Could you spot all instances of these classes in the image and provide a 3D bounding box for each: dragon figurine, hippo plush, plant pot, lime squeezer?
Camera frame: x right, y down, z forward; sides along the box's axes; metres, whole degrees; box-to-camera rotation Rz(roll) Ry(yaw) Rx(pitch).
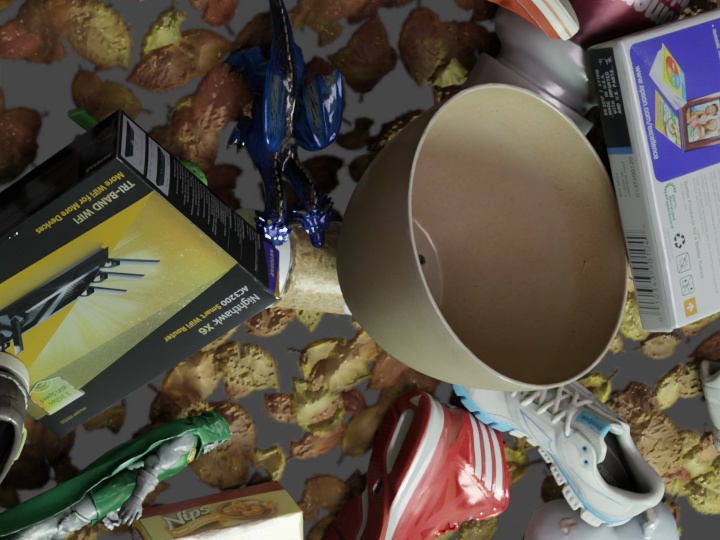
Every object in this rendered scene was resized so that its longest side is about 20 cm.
[{"bbox_3d":[-0.048,-0.110,1.500,0.059,0.099,0.201,-3,110,-24],"label":"dragon figurine"},{"bbox_3d":[0.200,0.254,1.742,0.199,0.159,0.161,1,101,-5],"label":"hippo plush"},{"bbox_3d":[0.062,-0.011,1.501,0.200,0.134,0.201,12,71,-39],"label":"plant pot"},{"bbox_3d":[-0.130,-0.030,1.535,0.071,0.038,0.200,-26,121,-13],"label":"lime squeezer"}]

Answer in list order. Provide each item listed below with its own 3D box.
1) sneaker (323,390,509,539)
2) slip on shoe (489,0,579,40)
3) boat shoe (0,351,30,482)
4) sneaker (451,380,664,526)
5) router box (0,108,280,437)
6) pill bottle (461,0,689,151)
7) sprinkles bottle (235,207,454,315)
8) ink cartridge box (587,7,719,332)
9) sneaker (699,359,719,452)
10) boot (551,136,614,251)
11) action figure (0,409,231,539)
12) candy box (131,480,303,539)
[{"bbox_3d":[0.048,0.196,1.695,0.115,0.078,0.200,20,103,-29],"label":"sneaker"},{"bbox_3d":[0.058,-0.211,1.492,0.200,0.074,0.061,35,105,-1],"label":"slip on shoe"},{"bbox_3d":[-0.281,0.142,1.497,0.072,0.061,0.201,21,120,-25],"label":"boat shoe"},{"bbox_3d":[0.150,0.105,1.666,0.200,0.087,0.075,43,69,-9],"label":"sneaker"},{"bbox_3d":[-0.176,0.006,1.471,0.200,0.052,0.157,-32,126,24],"label":"router box"},{"bbox_3d":[0.161,-0.184,1.562,0.109,0.110,0.200,29,97,-32],"label":"pill bottle"},{"bbox_3d":[0.000,0.000,1.591,0.200,0.068,0.068,6,109,-28],"label":"sprinkles bottle"},{"bbox_3d":[0.255,-0.080,1.542,0.200,0.043,0.199,-18,101,-32],"label":"ink cartridge box"},{"bbox_3d":[0.357,0.066,1.787,0.200,0.076,0.092,-30,117,-12],"label":"sneaker"},{"bbox_3d":[0.200,-0.077,1.630,0.200,0.132,0.070,-43,80,-8],"label":"boot"},{"bbox_3d":[-0.174,0.152,1.565,0.200,0.118,0.055,-31,90,-23],"label":"action figure"},{"bbox_3d":[-0.103,0.262,1.664,0.115,0.055,0.200,-10,117,-22],"label":"candy box"}]
